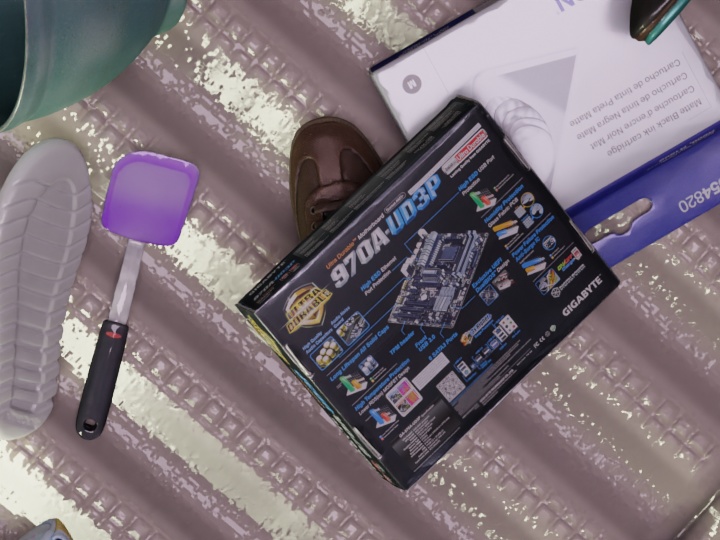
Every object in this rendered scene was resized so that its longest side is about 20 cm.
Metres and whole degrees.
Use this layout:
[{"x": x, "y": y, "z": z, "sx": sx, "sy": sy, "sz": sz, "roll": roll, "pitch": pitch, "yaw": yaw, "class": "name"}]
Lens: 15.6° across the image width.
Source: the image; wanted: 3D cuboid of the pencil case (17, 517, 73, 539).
[{"x": -0.173, "y": 0.260, "z": 1.749, "sx": 0.090, "sy": 0.083, "sz": 0.200, "roll": -32, "pitch": 102, "yaw": 25, "class": "pencil case"}]

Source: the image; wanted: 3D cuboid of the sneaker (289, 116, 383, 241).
[{"x": 0.000, "y": 0.000, "z": 1.716, "sx": 0.070, "sy": 0.076, "sz": 0.201, "roll": -13, "pitch": 101, "yaw": 0, "class": "sneaker"}]

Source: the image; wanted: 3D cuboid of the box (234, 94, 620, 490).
[{"x": 0.045, "y": 0.015, "z": 1.671, "sx": 0.200, "sy": 0.046, "sz": 0.159, "roll": -44, "pitch": 109, "yaw": -9, "class": "box"}]

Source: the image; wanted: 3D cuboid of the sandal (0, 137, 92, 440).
[{"x": -0.227, "y": 0.010, "z": 1.716, "sx": 0.050, "sy": 0.082, "sz": 0.204, "roll": 20, "pitch": 104, "yaw": 37, "class": "sandal"}]

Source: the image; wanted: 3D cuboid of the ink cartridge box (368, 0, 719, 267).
[{"x": 0.137, "y": -0.093, "z": 1.724, "sx": 0.199, "sy": 0.041, "sz": 0.201, "roll": -31, "pitch": 101, "yaw": 2, "class": "ink cartridge box"}]

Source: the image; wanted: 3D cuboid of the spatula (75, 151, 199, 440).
[{"x": -0.157, "y": 0.018, "z": 1.738, "sx": 0.056, "sy": 0.021, "sz": 0.201, "roll": 15, "pitch": 100, "yaw": -7, "class": "spatula"}]

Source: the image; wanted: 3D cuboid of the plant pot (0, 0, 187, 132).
[{"x": -0.188, "y": -0.194, "z": 1.626, "sx": 0.133, "sy": 0.200, "sz": 0.202, "roll": -13, "pitch": 102, "yaw": -28, "class": "plant pot"}]

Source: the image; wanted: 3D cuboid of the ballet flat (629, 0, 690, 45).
[{"x": 0.224, "y": -0.227, "z": 1.680, "sx": 0.068, "sy": 0.068, "sz": 0.200, "roll": 46, "pitch": 71, "yaw": 4, "class": "ballet flat"}]
